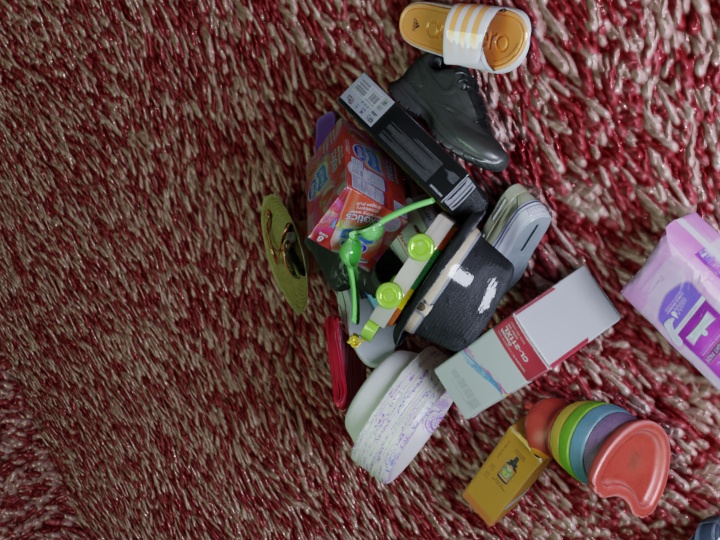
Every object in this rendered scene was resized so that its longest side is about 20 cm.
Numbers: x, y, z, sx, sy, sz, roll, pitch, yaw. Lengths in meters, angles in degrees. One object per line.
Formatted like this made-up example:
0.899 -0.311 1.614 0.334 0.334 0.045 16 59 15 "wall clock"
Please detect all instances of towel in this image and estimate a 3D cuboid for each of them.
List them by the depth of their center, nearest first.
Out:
-0.013 0.165 1.797 0.200 0.022 0.145 58 -157 -62 "towel"

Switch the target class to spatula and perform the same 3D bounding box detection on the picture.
-0.037 -0.132 1.720 0.056 0.020 0.201 -23 77 55 "spatula"

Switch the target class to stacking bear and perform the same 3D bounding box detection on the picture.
0.286 0.218 1.515 0.121 0.114 0.200 31 173 -31 "stacking bear"

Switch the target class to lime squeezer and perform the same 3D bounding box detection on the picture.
0.014 -0.029 1.468 0.071 0.038 0.200 47 120 27 "lime squeezer"

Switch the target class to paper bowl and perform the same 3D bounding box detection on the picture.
0.055 0.195 1.698 0.104 0.201 0.201 35 138 15 "paper bowl"

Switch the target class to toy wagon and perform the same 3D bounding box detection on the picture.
0.053 0.017 1.474 0.040 0.155 0.200 33 98 5 "toy wagon"

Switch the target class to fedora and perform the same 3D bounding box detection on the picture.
0.125 0.028 1.462 0.091 0.201 0.201 34 140 4 "fedora"

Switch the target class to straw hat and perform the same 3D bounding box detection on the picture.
-0.081 -0.038 1.833 0.201 0.085 0.202 166 90 -71 "straw hat"

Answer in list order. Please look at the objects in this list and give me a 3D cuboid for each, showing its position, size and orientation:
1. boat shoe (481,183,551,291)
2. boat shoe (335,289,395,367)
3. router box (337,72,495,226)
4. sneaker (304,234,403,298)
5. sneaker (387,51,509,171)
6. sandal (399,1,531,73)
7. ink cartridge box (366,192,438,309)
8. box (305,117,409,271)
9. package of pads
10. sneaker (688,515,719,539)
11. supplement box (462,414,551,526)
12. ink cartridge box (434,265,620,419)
0.181 -0.029 1.533 0.062 0.072 0.200 63 141 31 "boat shoe"
0.001 0.062 1.776 0.066 0.072 0.200 98 153 -59 "boat shoe"
0.073 -0.147 1.514 0.200 0.052 0.157 47 -175 22 "router box"
-0.002 0.001 1.655 0.200 0.060 0.104 55 137 22 "sneaker"
0.119 -0.200 1.467 0.091 0.076 0.200 -50 62 14 "sneaker"
0.111 -0.283 1.430 0.206 0.059 0.079 18 109 41 "sandal"
0.068 -0.028 1.662 0.116 0.068 0.200 61 146 4 "ink cartridge box"
-0.008 -0.103 1.576 0.100 0.200 0.096 29 117 -21 "box"
0.389 0.046 1.295 0.200 0.076 0.121 48 145 20 "package of pads"
0.464 0.382 1.405 0.146 0.077 0.203 -24 83 44 "sneaker"
0.215 0.280 1.679 0.067 0.069 0.200 48 144 19 "supplement box"
0.205 0.094 1.497 0.083 0.146 0.200 56 144 6 "ink cartridge box"
